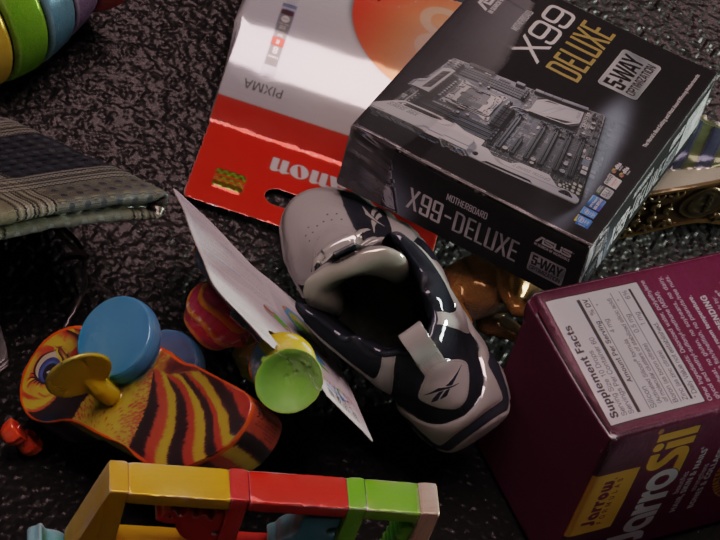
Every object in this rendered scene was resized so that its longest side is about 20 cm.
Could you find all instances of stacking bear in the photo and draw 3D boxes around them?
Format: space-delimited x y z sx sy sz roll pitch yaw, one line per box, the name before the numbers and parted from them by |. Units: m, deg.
stacking bear | -0.243 -0.154 1.550 0.114 0.122 0.200 38 60 24

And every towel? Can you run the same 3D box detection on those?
towel | -0.235 -0.043 1.431 0.199 0.035 0.192 -9 21 -37

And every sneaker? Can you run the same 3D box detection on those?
sneaker | 0.000 0.000 1.441 0.079 0.130 0.200 -31 53 2
sneaker | 0.210 -0.076 1.642 0.199 0.067 0.090 -6 59 -17

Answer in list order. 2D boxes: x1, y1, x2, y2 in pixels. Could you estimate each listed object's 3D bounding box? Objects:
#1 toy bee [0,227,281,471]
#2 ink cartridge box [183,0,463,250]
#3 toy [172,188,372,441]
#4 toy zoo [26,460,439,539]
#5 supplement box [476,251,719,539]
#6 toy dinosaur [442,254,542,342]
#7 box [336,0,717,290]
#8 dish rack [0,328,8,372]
toy bee | -0.135 0.069 1.405 0.131 0.109 0.200 39 -1 -34
ink cartridge box | -0.010 -0.105 1.614 0.161 0.050 0.201 18 45 -2
toy | -0.061 0.032 1.419 0.115 0.047 0.200 44 2 -21
toy zoo | -0.071 0.146 1.332 0.198 0.132 0.021 5 50 -14
supplement box | 0.183 0.071 1.471 0.199 0.131 0.104 -12 56 -24
toy dinosaur | 0.093 0.009 1.520 0.199 0.060 0.107 -16 69 -12
box | 0.101 -0.084 1.542 0.157 0.050 0.200 28 43 13
dish rack | -0.293 0.046 1.382 0.200 0.055 0.153 -36 67 -25
